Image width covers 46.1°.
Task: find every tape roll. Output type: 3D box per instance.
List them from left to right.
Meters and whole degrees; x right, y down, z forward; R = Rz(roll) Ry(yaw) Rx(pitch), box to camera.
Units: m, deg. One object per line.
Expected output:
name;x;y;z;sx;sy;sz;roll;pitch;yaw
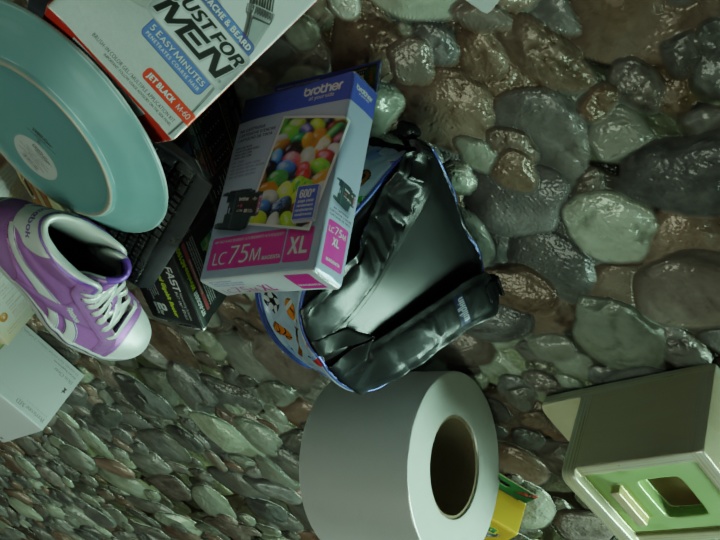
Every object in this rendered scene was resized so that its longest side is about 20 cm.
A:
tape roll;0.046;0.211;0.923;0.139;0.203;0.203;-5;130;34

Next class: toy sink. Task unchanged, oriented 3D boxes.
toy sink;0.280;0.190;0.832;0.200;0.112;0.130;-20;120;43

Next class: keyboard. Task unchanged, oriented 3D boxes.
keyboard;-0.198;-0.058;0.679;0.127;0.021;0.200;37;142;-7

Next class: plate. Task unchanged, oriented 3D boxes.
plate;-0.221;-0.098;0.599;0.200;0.026;0.201;26;146;19

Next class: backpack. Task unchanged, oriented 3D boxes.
backpack;0.000;0.000;0.732;0.154;0.191;0.200;8;139;47

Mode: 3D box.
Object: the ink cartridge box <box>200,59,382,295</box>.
ink cartridge box;-0.053;-0.081;0.670;0.119;0.201;0.042;-5;153;36

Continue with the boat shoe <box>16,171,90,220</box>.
boat shoe;-0.337;-0.111;0.904;0.074;0.076;0.201;14;138;22

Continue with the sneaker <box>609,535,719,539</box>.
sneaker;0.361;0.289;0.926;0.199;0.078;0.140;-9;166;2

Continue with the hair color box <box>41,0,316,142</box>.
hair color box;-0.100;-0.194;0.570;0.111;0.200;0.064;47;165;-22

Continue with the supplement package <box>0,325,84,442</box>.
supplement package;-0.559;0.151;1.289;0.155;0.111;0.200;-20;121;43

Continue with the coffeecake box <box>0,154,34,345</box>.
coffeecake box;-0.427;-0.042;0.967;0.073;0.154;0.201;8;136;23

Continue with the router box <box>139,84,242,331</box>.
router box;-0.158;-0.067;0.782;0.062;0.150;0.201;11;137;23

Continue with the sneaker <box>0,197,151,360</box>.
sneaker;-0.219;0.021;0.702;0.114;0.073;0.201;7;150;33

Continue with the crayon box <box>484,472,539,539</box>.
crayon box;0.126;0.313;1.106;0.127;0.051;0.200;31;140;-2

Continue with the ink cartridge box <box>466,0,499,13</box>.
ink cartridge box;0.047;-0.275;0.511;0.199;0.057;0.163;23;133;-26

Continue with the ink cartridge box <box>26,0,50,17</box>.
ink cartridge box;-0.247;-0.220;0.759;0.099;0.039;0.200;33;141;-6
